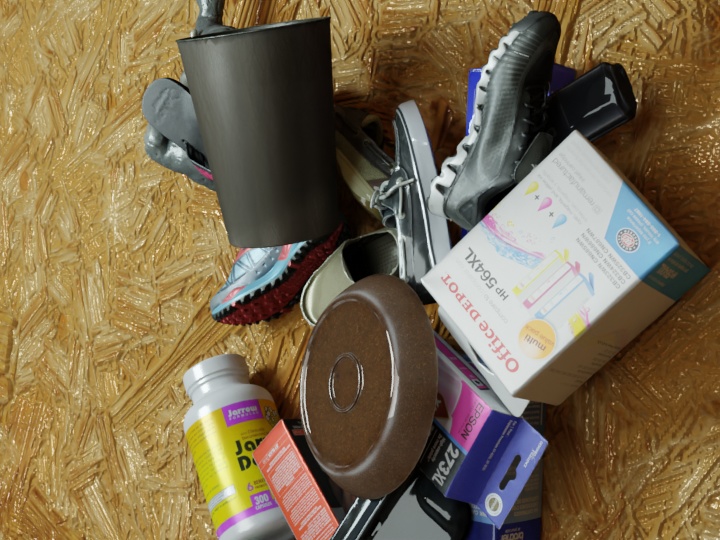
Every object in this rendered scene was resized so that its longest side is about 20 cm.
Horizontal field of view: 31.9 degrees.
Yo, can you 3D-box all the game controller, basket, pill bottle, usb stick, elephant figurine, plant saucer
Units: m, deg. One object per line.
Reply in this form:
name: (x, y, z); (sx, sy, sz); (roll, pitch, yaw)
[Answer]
game controller: (0.017, 0.264, 1.130); (0.104, 0.042, 0.201); (35, 101, 20)
basket: (-0.088, -0.132, 1.213); (0.179, 0.135, 0.203); (6, 110, 51)
pill bottle: (-0.128, 0.195, 1.351); (0.104, 0.104, 0.202); (-39, 62, 35)
usb stick: (0.150, -0.112, 1.090); (0.199, 0.032, 0.056); (-30, 75, 37)
elephant figurine: (-0.150, -0.200, 1.380); (0.202, 0.154, 0.142); (-62, 8, 14)
plant saucer: (-0.003, 0.102, 1.129); (0.199, 0.034, 0.203); (-17, 70, 55)

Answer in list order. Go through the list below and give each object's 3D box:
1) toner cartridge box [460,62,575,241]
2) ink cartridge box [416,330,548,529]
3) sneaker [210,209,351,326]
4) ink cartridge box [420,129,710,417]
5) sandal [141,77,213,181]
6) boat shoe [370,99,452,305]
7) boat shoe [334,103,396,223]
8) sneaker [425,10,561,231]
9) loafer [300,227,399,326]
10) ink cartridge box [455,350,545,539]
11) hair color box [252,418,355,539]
toner cartridge box: (0.142, -0.083, 1.147); (0.094, 0.043, 0.203); (3, 89, 45)
ink cartridge box: (0.072, 0.126, 1.107); (0.200, 0.037, 0.095); (43, 117, 36)
sneaker: (-0.091, -0.018, 1.359); (0.199, 0.079, 0.096); (-39, 56, 25)
ink cartridge box: (0.158, 0.012, 1.024); (0.200, 0.125, 0.129); (-44, 66, 13)
sandal: (-0.149, -0.127, 1.308); (0.199, 0.045, 0.076); (34, 109, 5)
boat shoe: (0.044, -0.062, 1.169); (0.067, 0.074, 0.202); (-12, 74, 6)
boat shoe: (-0.004, -0.131, 1.281); (0.066, 0.072, 0.202); (-39, 52, 8)
sneaker: (0.130, -0.112, 1.045); (0.090, 0.066, 0.202); (41, 118, 32)
loafer: (0.000, 0.000, 1.263); (0.199, 0.068, 0.077); (-35, 64, 37)
ink cartridge box: (0.096, 0.177, 1.156); (0.135, 0.076, 0.203); (2, 91, 44)
hair color box: (-0.016, 0.242, 1.242); (0.061, 0.101, 0.201); (-49, 57, 28)
